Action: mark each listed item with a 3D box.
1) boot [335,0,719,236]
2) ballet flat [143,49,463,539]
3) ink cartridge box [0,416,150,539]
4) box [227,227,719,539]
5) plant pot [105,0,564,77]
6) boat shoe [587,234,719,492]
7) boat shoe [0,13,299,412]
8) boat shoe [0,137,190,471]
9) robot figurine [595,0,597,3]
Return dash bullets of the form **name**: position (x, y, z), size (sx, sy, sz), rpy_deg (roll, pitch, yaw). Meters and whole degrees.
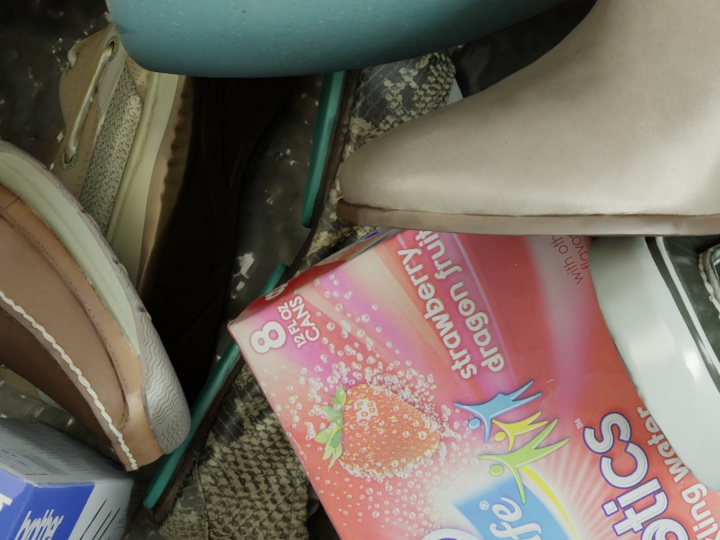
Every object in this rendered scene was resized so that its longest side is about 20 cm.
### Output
- **boot**: position (0.090, -0.085, 0.677), size (0.199, 0.070, 0.147), rpy_deg (-4, 105, -23)
- **ballet flat**: position (0.000, 0.000, 0.854), size (0.075, 0.068, 0.201), rpy_deg (21, 92, -3)
- **ink cartridge box**: position (-0.112, 0.091, 0.789), size (0.044, 0.200, 0.094), rpy_deg (28, 89, 6)
- **box**: position (0.057, 0.074, 0.771), size (0.102, 0.095, 0.201), rpy_deg (-27, 92, 10)
- **plant pot**: position (0.023, -0.143, 0.742), size (0.134, 0.200, 0.202), rpy_deg (9, 83, 10)
- **boat shoe**: position (0.115, 0.012, 0.734), size (0.063, 0.200, 0.071), rpy_deg (-28, 77, 19)
- **boat shoe**: position (-0.065, -0.052, 0.873), size (0.065, 0.072, 0.201), rpy_deg (14, 90, 28)
- **boat shoe**: position (-0.123, -0.004, 0.814), size (0.072, 0.076, 0.200), rpy_deg (-37, 54, -14)
- **robot figurine**: position (0.165, -0.086, 0.784), size (0.199, 0.117, 0.145), rpy_deg (-24, 74, 10)
